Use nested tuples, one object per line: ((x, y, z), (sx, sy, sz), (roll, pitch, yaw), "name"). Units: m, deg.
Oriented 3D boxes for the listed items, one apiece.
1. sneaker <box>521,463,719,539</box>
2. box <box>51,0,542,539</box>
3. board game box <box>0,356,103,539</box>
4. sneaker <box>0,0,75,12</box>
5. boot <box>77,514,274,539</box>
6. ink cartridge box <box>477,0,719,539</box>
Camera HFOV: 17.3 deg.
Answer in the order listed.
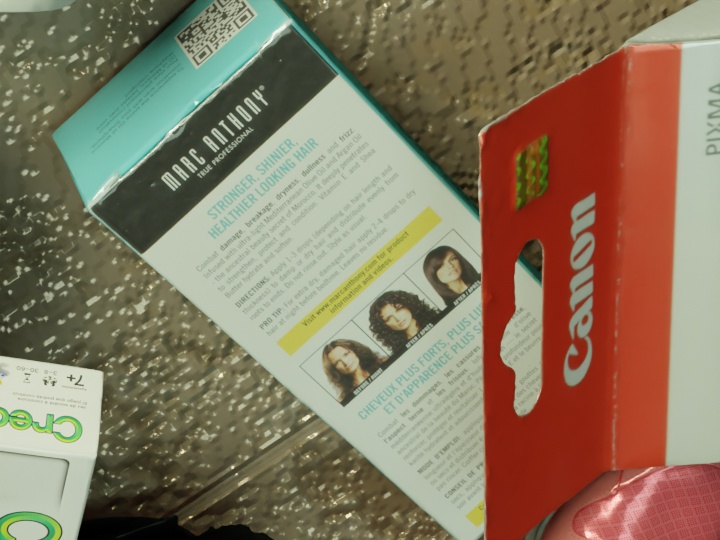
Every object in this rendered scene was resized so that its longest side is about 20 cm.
((0.080, 0.143, 0.847), (0.074, 0.087, 0.200), (31, 104, -34), "sneaker")
((0.000, 0.000, 0.752), (0.082, 0.049, 0.200), (-42, 126, 5), "box")
((-0.153, 0.094, 0.700), (0.126, 0.035, 0.200), (8, 137, -10), "board game box")
((-0.151, -0.147, 0.592), (0.200, 0.081, 0.147), (4, 110, -20), "sneaker")
((-0.024, 0.173, 0.780), (0.076, 0.200, 0.168), (-48, 146, -48), "boot")
((0.118, -0.007, 0.747), (0.200, 0.050, 0.162), (-32, 132, -39), "ink cartridge box")
